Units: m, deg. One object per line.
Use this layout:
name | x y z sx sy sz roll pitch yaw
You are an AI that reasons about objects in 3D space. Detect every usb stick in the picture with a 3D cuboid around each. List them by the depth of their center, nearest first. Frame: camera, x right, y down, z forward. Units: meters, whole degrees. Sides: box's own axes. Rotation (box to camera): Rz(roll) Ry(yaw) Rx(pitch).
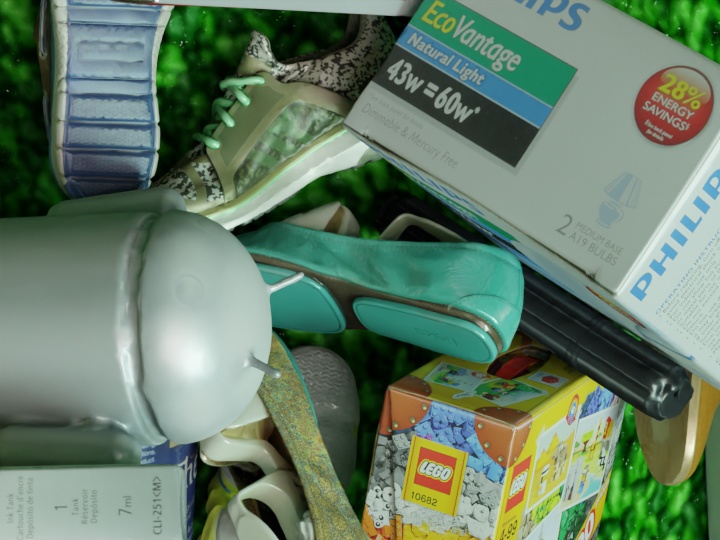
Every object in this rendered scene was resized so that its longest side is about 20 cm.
usb stick | 0.094 0.019 1.416 0.033 0.200 0.055 -58 156 2

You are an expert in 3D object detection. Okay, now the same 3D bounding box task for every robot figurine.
robot figurine | -0.129 0.028 1.262 0.200 0.170 0.113 -2 145 14

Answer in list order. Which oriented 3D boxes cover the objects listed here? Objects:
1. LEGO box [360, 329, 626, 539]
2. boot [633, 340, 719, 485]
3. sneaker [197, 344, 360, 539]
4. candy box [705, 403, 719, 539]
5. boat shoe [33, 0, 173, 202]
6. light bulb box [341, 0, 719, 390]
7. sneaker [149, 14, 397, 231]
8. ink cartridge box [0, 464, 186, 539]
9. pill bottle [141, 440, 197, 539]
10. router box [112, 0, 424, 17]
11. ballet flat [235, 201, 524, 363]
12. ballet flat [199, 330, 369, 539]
LEGO box | 0.074 0.118 1.437 0.077 0.200 0.149 17 108 21
boot | 0.233 0.039 1.488 0.144 0.071 0.201 15 63 -22
sneaker | -0.061 0.141 1.472 0.076 0.105 0.200 23 71 -10
candy box | 0.314 0.115 1.589 0.200 0.072 0.168 -12 112 -15
boat shoe | -0.136 -0.134 1.335 0.072 0.072 0.200 6 99 -24
light bulb box | 0.132 -0.050 1.353 0.125 0.198 0.200 -56 145 0
sneaker | -0.056 -0.083 1.393 0.200 0.077 0.089 -27 106 -17
ink cartridge box | -0.171 0.132 1.250 0.173 0.200 0.044 -1 74 -5
pill bottle | -0.142 0.087 1.393 0.111 0.111 0.200 -2 110 -19
router box | -0.034 -0.229 1.307 0.179 0.049 0.200 0 98 -36
ballet flat | 0.000 0.000 1.407 0.070 0.200 0.067 -63 149 -29
ballet flat | -0.048 0.106 1.371 0.071 0.200 0.071 -20 153 -11
